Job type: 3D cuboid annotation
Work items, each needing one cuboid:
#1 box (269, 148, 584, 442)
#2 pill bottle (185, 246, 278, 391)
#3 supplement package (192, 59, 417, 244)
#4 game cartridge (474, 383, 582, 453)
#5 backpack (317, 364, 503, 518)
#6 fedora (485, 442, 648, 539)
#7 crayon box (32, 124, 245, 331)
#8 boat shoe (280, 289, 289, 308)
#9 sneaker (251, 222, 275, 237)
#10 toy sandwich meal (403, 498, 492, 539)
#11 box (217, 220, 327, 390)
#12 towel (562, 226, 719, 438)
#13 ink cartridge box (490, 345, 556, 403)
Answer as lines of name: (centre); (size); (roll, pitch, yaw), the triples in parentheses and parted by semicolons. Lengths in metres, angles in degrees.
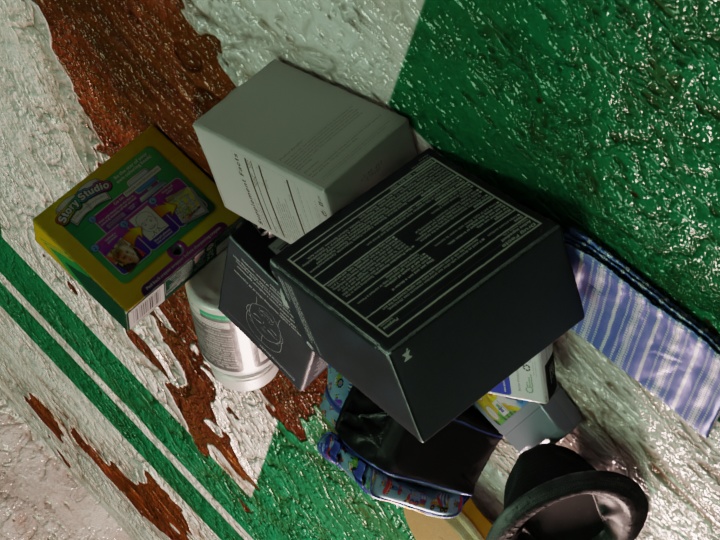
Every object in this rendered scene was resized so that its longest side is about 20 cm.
box: (0.060, 0.019, 1.441); (0.198, 0.199, 0.124); (36, 155, 48)
pill bottle: (-0.158, 0.063, 2.032); (0.113, 0.113, 0.201); (36, 153, 26)
supplement package: (-0.048, -0.104, 1.576); (0.199, 0.121, 0.120); (29, 150, 39)
game cartridge: (0.141, 0.106, 1.672); (0.200, 0.040, 0.133); (46, 153, 6)
backpack: (0.034, 0.169, 1.782); (0.182, 0.135, 0.200); (21, -173, -39)
fedora: (0.203, 0.246, 1.661); (0.201, 0.199, 0.092); (78, 173, -49)
crayon box: (-0.270, -0.054, 1.942); (0.172, 0.200, 0.058); (42, 156, 16)
boat shoe: (0.000, 0.000, 1.652); (0.199, 0.072, 0.066); (-2, 119, 32)
sneaker: (-0.052, -0.062, 1.676); (0.199, 0.099, 0.071); (29, 148, 36)
toy sandwich meal: (0.137, 0.335, 1.990); (0.205, 0.070, 0.206); (44, 157, 24)
box: (-0.073, 0.022, 1.829); (0.148, 0.107, 0.200); (44, 155, 11)
towel: (0.247, 0.058, 1.426); (0.200, 0.024, 0.145); (40, 156, 20)
ink cartridge box: (0.095, 0.071, 1.584); (0.198, 0.037, 0.095); (7, 128, 25)
